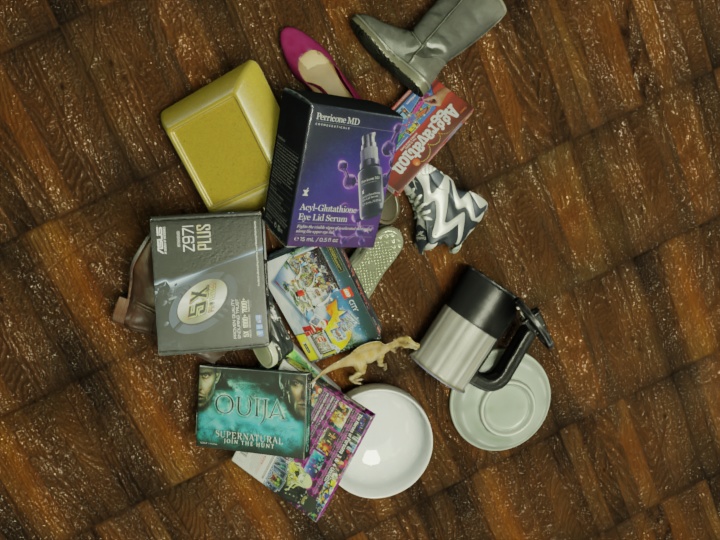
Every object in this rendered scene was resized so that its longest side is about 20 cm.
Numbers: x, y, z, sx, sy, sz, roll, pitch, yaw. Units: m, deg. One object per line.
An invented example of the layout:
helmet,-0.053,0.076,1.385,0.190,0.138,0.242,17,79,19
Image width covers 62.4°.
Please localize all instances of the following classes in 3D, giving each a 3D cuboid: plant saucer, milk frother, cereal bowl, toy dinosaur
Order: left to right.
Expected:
plant saucer,-0.200,-0.182,0.906,0.198,0.049,0.202,-19,107,25
toy dinosaur,-0.001,0.149,1.008,0.197,0.102,0.059,-18,62,-14
cereal bowl,0.025,0.292,1.055,0.197,0.083,0.203,-1,100,-8
milk frother,0.201,0.116,0.979,0.179,0.200,0.189,33,95,7
plant saucer,0.264,0.246,1.097,0.197,0.050,0.203,-1,100,-7

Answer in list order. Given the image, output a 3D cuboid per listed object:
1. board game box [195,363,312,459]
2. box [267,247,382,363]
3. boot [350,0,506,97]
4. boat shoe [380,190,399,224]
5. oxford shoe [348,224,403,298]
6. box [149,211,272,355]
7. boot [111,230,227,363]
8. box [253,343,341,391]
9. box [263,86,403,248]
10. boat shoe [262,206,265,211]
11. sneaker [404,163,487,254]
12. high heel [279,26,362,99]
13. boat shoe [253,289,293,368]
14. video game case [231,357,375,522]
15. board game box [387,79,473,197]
board game box,-0.177,0.229,0.981,0.197,0.028,0.138,1,88,16
box,-0.065,0.045,0.988,0.135,0.038,0.202,-21,111,14
boot,0.108,-0.401,0.944,0.181,0.073,0.201,41,92,-6
boat shoe,-0.014,-0.156,0.977,0.072,0.068,0.200,-44,101,-17
oxford shoe,0.000,0.000,1.015,0.075,0.058,0.200,35,109,-18
box,-0.221,0.018,0.898,0.161,0.086,0.203,-3,89,-5
boot,-0.283,0.043,0.978,0.198,0.064,0.188,23,105,-10
box,-0.150,0.236,1.045,0.200,0.036,0.144,-45,102,1
box,-0.043,-0.143,0.848,0.146,0.104,0.203,-2,116,-30
boat shoe,-0.136,-0.128,0.965,0.073,0.063,0.202,-28,102,-2
sneaker,0.105,-0.099,0.994,0.197,0.079,0.131,27,87,-22
high heel,-0.052,-0.301,0.927,0.067,0.096,0.200,-44,103,2
boat shoe,-0.167,0.058,0.993,0.066,0.074,0.201,-20,77,-40
video game case,-0.097,0.278,0.990,0.180,0.036,0.202,29,96,15
board game box,0.082,-0.220,0.951,0.103,0.019,0.200,39,74,7
